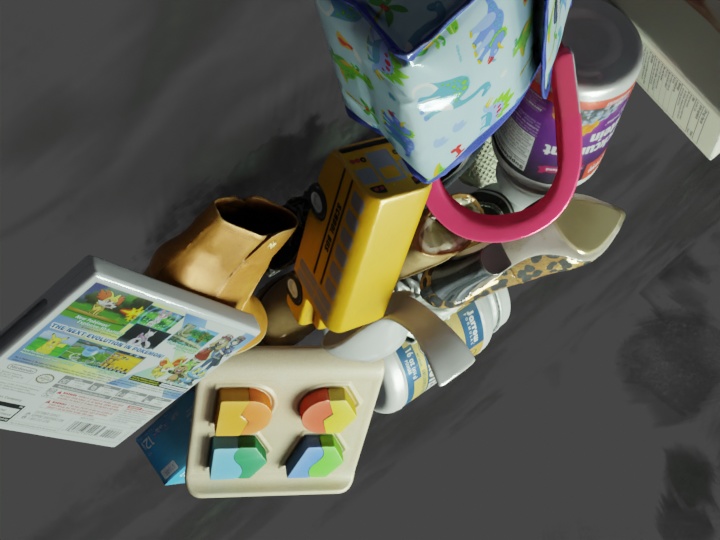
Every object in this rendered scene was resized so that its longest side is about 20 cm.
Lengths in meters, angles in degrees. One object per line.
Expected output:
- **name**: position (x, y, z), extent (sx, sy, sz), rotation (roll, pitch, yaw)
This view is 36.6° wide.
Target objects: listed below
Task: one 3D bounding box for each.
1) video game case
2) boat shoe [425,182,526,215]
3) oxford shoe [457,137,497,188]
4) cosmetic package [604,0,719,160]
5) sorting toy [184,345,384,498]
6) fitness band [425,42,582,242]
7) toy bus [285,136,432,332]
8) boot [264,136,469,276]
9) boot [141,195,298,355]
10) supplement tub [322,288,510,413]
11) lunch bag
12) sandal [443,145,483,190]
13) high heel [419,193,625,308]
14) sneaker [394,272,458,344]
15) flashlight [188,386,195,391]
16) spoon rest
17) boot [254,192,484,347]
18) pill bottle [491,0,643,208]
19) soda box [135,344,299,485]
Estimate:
- **video game case**: position (-0.202, 0.072, 0.851), extent (0.181, 0.022, 0.199), rotation (-37, 149, 17)
- **boat shoe**: position (0.099, -0.039, 1.154), extent (0.063, 0.072, 0.199), rotation (-21, -179, -33)
- **oxford shoe**: position (0.178, -0.141, 1.175), extent (0.197, 0.058, 0.076), rotation (-22, 118, -20)
- **cosmetic package**: position (0.288, -0.213, 0.987), extent (0.087, 0.201, 0.103), rotation (-37, 165, -1)
- **sorting toy**: position (-0.078, 0.159, 1.086), extent (0.182, 0.037, 0.202), rotation (1, 130, -14)
- **fitness band**: position (0.108, -0.121, 0.892), extent (0.141, 0.203, 0.038), rotation (-8, -157, 5)
- **toy bus**: position (-0.006, -0.020, 0.891), extent (0.064, 0.079, 0.202), rotation (-17, 146, -29)
- **boot**: position (0.003, -0.074, 0.957), extent (0.173, 0.070, 0.201), rotation (-27, 161, -38)
- **boot**: position (-0.099, 0.003, 0.921), extent (0.144, 0.071, 0.200), rotation (-40, 158, 20)
- **supplement tub**: position (0.069, 0.062, 1.308), extent (0.198, 0.145, 0.145), rotation (-32, 162, -24)
- **lunch bag**: position (0.078, -0.185, 0.747), extent (0.200, 0.127, 0.171), rotation (-43, 158, -11)
- **sandal**: position (0.095, -0.152, 1.023), extent (0.076, 0.043, 0.202), rotation (-35, 154, -40)
- **high heel**: position (0.153, -0.018, 1.059), extent (0.197, 0.073, 0.142), rotation (-18, 174, -30)
- **sneaker**: position (0.075, 0.033, 1.208), extent (0.197, 0.083, 0.075), rotation (-16, -168, -27)
- **flashlight**: position (-0.086, 0.120, 1.118), extent (0.197, 0.068, 0.069), rotation (16, 90, -28)
- **spoon rest**: position (0.029, 0.051, 0.975), extent (0.099, 0.061, 0.199), rotation (-34, -161, -19)
- **boot**: position (0.000, 0.000, 1.032), extent (0.199, 0.067, 0.175), rotation (-23, -166, 49)
- **pill bottle**: position (0.182, -0.145, 1.007), extent (0.111, 0.112, 0.201), rotation (-32, 157, -21)
- **soda box**: position (-0.148, 0.147, 1.200), extent (0.199, 0.064, 0.068), rotation (-41, 163, 6)
